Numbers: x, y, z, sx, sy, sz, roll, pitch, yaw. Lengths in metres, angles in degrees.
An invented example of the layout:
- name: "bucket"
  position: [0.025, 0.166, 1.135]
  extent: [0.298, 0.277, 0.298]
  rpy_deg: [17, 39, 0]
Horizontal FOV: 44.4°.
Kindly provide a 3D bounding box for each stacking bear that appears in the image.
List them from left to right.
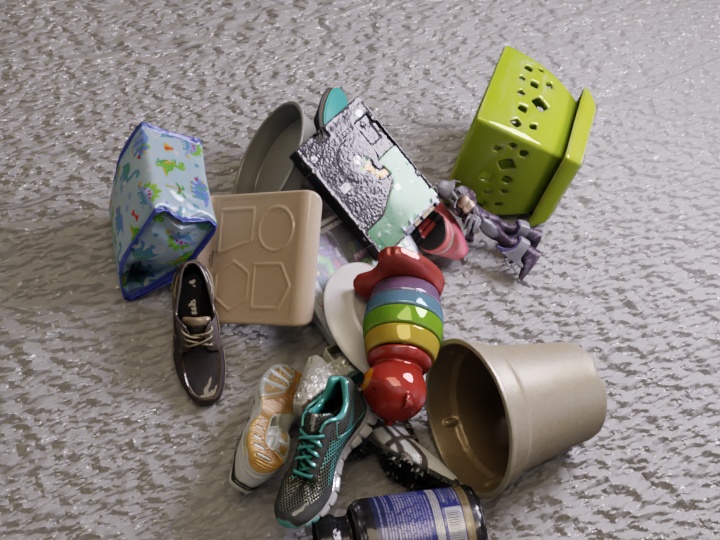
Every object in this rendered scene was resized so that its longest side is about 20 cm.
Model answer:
- name: "stacking bear"
  position: [0.048, 0.093, 1.119]
  extent: [0.113, 0.121, 0.202]
  rpy_deg: [20, 55, -19]

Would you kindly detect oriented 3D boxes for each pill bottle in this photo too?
- name: "pill bottle"
  position: [0.045, 0.324, 1.052]
  extent: [0.197, 0.112, 0.113]
  rpy_deg: [-5, 54, -10]

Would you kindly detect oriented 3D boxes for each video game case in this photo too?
- name: "video game case"
  position: [0.000, 0.000, 1.298]
  extent: [0.199, 0.023, 0.183]
  rpy_deg: [-31, 89, -26]

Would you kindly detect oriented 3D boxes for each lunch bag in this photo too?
- name: "lunch bag"
  position: [-0.302, -0.078, 1.276]
  extent: [0.126, 0.200, 0.172]
  rpy_deg: [15, 45, -38]

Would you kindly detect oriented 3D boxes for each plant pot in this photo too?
- name: "plant pot"
  position: [0.261, -0.204, 1.423]
  extent: [0.179, 0.200, 0.201]
  rpy_deg: [22, 53, 2]
- name: "plant pot"
  position: [0.211, 0.173, 1.148]
  extent: [0.181, 0.202, 0.202]
  rpy_deg: [-9, 54, -25]

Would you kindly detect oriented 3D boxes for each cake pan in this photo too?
- name: "cake pan"
  position: [-0.132, -0.163, 1.364]
  extent: [0.036, 0.200, 0.202]
  rpy_deg: [24, 46, -30]

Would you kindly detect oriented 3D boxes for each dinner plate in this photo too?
- name: "dinner plate"
  position: [0.038, 0.069, 1.223]
  extent: [0.198, 0.024, 0.202]
  rpy_deg: [24, 45, -26]

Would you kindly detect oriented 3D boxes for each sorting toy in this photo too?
- name: "sorting toy"
  position: [-0.146, -0.016, 1.250]
  extent: [0.198, 0.036, 0.188]
  rpy_deg: [1, 82, 28]

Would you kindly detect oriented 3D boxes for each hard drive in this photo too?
- name: "hard drive"
  position: [0.010, -0.133, 1.287]
  extent: [0.140, 0.038, 0.200]
  rpy_deg: [-44, 97, -22]

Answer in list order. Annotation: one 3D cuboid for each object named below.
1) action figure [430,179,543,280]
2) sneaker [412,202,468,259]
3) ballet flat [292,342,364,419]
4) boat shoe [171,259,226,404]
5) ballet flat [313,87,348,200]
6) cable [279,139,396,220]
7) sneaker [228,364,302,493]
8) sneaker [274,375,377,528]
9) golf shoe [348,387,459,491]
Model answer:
- name: "action figure"
  position: [0.187, -0.075, 1.350]
  extent: [0.199, 0.070, 0.131]
  rpy_deg: [34, 25, -10]
- name: "sneaker"
  position: [0.107, -0.080, 1.400]
  extent: [0.086, 0.074, 0.201]
  rpy_deg: [28, 23, -39]
- name: "ballet flat"
  position: [-0.037, 0.136, 1.180]
  extent: [0.072, 0.072, 0.199]
  rpy_deg: [38, 33, 21]
- name: "boat shoe"
  position: [-0.227, 0.081, 1.202]
  extent: [0.073, 0.073, 0.203]
  rpy_deg: [-11, 76, -7]
- name: "ballet flat"
  position: [-0.051, -0.191, 1.361]
  extent: [0.072, 0.073, 0.202]
  rpy_deg: [-2, 61, -7]
- name: "cable"
  position: [-0.033, -0.155, 1.414]
  extent: [0.197, 0.070, 0.202]
  rpy_deg: [2, 56, 7]
- name: "sneaker"
  position: [-0.126, 0.203, 1.151]
  extent: [0.075, 0.088, 0.201]
  rpy_deg: [34, 31, -6]
- name: "sneaker"
  position: [-0.053, 0.209, 1.060]
  extent: [0.077, 0.092, 0.201]
  rpy_deg: [5, 47, 30]
- name: "golf shoe"
  position: [0.050, 0.220, 1.153]
  extent: [0.198, 0.078, 0.095]
  rpy_deg: [28, 55, 13]
